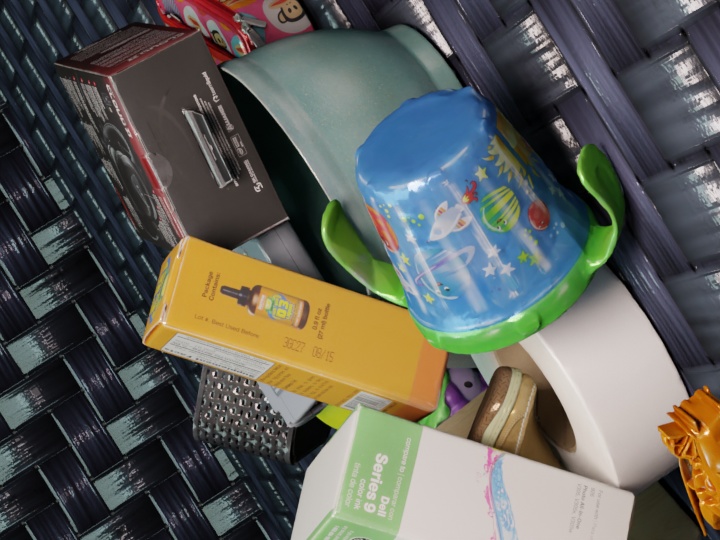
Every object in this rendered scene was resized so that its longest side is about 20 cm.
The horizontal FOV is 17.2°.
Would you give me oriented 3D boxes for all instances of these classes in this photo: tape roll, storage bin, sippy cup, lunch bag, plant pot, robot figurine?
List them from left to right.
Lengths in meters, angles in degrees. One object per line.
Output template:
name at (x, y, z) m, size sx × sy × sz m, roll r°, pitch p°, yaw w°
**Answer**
lunch bag at (-0.091, -0.184, 1.948) m, size 0.200 × 0.082 × 0.176 m, roll 36°, pitch 151°, yaw 56°
storage bin at (-0.068, 0.055, 2.076) m, size 0.135 × 0.094 × 0.200 m, roll -28°, pitch -51°, yaw -72°
plant pot at (0.004, -0.089, 1.663) m, size 0.200 × 0.134 × 0.200 m, roll 53°, pitch 168°, yaw 17°
sippy cup at (0.066, -0.039, 1.497) m, size 0.130 × 0.178 × 0.140 m, roll 56°, pitch -177°, yaw -33°
tape roll at (0.144, 0.064, 1.643) m, size 0.202 × 0.071 × 0.202 m, roll 54°, pitch 168°, yaw 18°
robot figurine at (0.257, 0.174, 1.501) m, size 0.145 × 0.058 × 0.200 m, roll 39°, pitch 157°, yaw 58°

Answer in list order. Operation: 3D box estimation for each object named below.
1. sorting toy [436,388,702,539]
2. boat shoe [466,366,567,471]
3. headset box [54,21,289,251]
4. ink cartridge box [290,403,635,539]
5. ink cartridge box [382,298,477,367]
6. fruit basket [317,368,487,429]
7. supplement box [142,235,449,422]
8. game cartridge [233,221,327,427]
sorting toy at (0.121, 0.198, 1.778) m, size 0.199 × 0.200 × 0.070 m, roll 50°, pitch 176°, yaw 32°
boat shoe at (0.110, 0.130, 1.656) m, size 0.076 × 0.072 × 0.200 m, roll 23°, pitch 154°, yaw 7°
headset box at (-0.134, -0.092, 1.685) m, size 0.149 × 0.077 × 0.200 m, roll 64°, pitch 165°, yaw -15°
ink cartridge box at (0.065, 0.178, 1.603) m, size 0.200 × 0.088 × 0.145 m, roll 17°, pitch 153°, yaw -9°
ink cartridge box at (0.000, 0.000, 1.825) m, size 0.200 × 0.041 × 0.200 m, roll 5°, pitch -145°, yaw -45°
fruit basket at (0.029, 0.080, 1.922) m, size 0.216 × 0.156 × 0.216 m, roll 46°, pitch 177°, yaw 3°
supplement box at (-0.042, 0.043, 1.611) m, size 0.200 × 0.067 × 0.069 m, roll 20°, pitch 160°, yaw -15°
game cartridge at (-0.057, 0.037, 1.757) m, size 0.133 × 0.040 × 0.200 m, roll 56°, pitch 161°, yaw 6°
